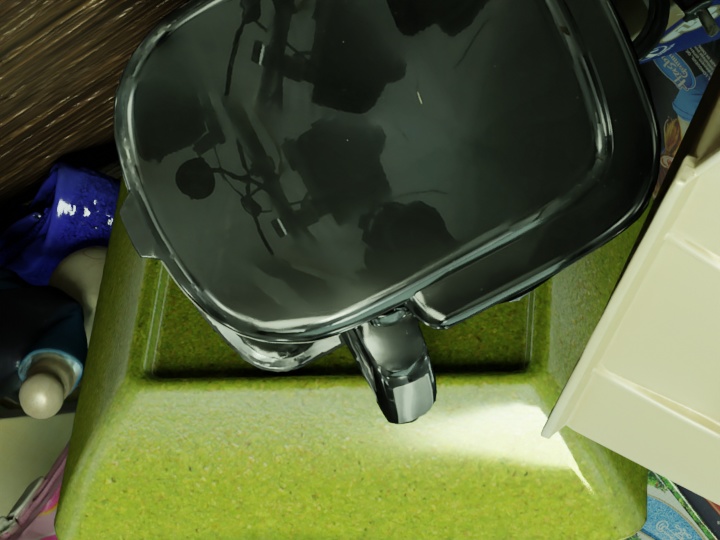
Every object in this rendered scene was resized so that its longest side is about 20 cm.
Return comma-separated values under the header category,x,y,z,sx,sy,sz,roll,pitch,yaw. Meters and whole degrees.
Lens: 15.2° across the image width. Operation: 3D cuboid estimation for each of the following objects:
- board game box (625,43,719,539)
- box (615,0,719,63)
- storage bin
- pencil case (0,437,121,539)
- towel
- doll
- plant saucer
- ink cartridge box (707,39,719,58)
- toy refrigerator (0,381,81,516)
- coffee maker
category,x,y,z,sx,sy,sz,roll,pitch,yaw
board game box,0.106,0.034,1.006,0.200,0.200,0.062,-41,-177,-35
box,0.179,-0.129,0.973,0.199,0.033,0.121,-21,170,-36
storage bin,0.144,-0.050,0.716,0.201,0.093,0.199,-62,176,-25
pencil case,-0.066,0.066,0.966,0.087,0.087,0.200,-26,-155,51
towel,-0.057,0.020,1.117,0.199,0.050,0.148,19,164,-16
doll,-0.155,0.028,0.970,0.136,0.049,0.199,14,-161,42
plant saucer,0.000,0.000,0.928,0.198,0.201,0.048,-1,139,9
ink cartridge box,0.129,-0.030,1.142,0.199,0.148,0.083,20,173,-8
toy refrigerator,-0.169,0.070,1.050,0.076,0.070,0.199,24,-164,37
coffee maker,0.019,-0.057,0.782,0.192,0.135,0.200,-50,-178,-4
